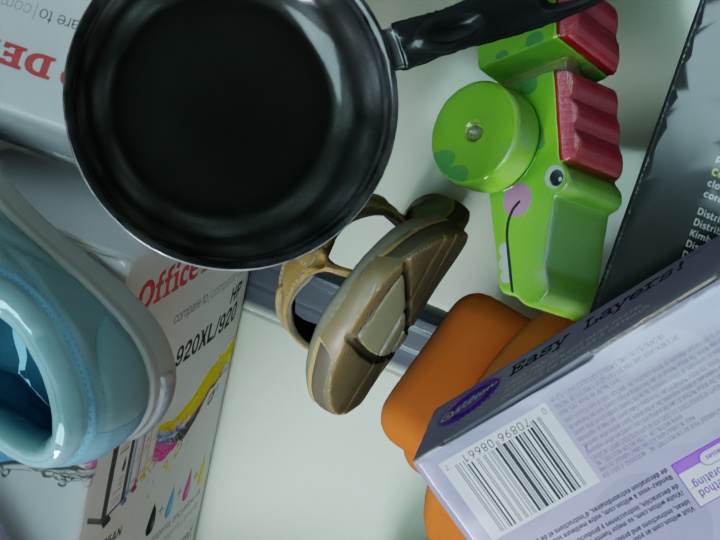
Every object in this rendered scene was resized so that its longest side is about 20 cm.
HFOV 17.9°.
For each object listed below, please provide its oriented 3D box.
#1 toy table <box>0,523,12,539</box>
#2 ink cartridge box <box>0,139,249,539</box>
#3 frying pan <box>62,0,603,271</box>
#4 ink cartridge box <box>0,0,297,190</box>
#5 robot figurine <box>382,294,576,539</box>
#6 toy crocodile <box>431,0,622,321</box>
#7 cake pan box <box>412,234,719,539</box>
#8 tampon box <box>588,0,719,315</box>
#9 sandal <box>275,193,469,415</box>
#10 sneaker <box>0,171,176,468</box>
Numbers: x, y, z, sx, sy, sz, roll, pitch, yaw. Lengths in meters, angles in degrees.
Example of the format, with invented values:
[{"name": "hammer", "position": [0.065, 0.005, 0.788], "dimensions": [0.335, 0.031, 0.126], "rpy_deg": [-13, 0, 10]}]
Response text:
[{"name": "toy table", "position": [-0.171, 0.160, 0.806], "dimensions": [0.183, 0.117, 0.200], "rpy_deg": [-28, 108, 2]}, {"name": "ink cartridge box", "position": [-0.143, 0.045, 0.927], "dimensions": [0.144, 0.147, 0.201], "rpy_deg": [18, 111, 14]}, {"name": "frying pan", "position": [-0.017, -0.081, 0.779], "dimensions": [0.190, 0.031, 0.115], "rpy_deg": [-42, 97, -12]}, {"name": "ink cartridge box", "position": [-0.072, -0.135, 0.849], "dimensions": [0.146, 0.084, 0.201], "rpy_deg": [19, 85, 14]}, {"name": "robot figurine", "position": [0.106, 0.088, 0.848], "dimensions": [0.200, 0.117, 0.144], "rpy_deg": [32, 131, 25]}, {"name": "toy crocodile", "position": [0.067, -0.079, 0.828], "dimensions": [0.062, 0.067, 0.201], "rpy_deg": [-18, 64, 35]}, {"name": "cake pan box", "position": [0.142, 0.080, 0.720], "dimensions": [0.200, 0.052, 0.184], "rpy_deg": [-34, 98, 20]}, {"name": "tampon box", "position": [0.176, -0.051, 0.782], "dimensions": [0.126, 0.150, 0.201], "rpy_deg": [23, 113, 12]}, {"name": "sandal", "position": [0.000, 0.000, 0.833], "dimensions": [0.054, 0.200, 0.080], "rpy_deg": [32, 101, 1]}, {"name": "sneaker", "position": [-0.158, -0.003, 0.793], "dimensions": [0.200, 0.082, 0.074], "rpy_deg": [32, 112, 10]}]
